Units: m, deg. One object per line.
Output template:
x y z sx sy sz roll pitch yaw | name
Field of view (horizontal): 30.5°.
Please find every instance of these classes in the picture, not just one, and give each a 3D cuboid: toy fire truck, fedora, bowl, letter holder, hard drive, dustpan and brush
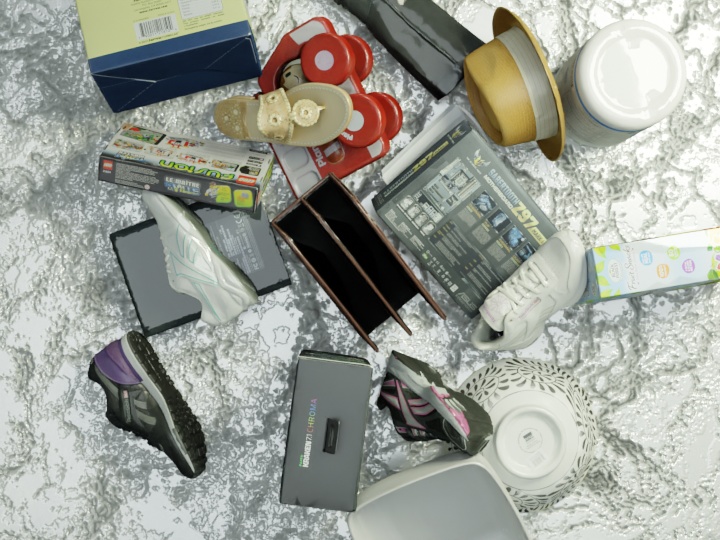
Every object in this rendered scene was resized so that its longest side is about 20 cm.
-0.053 -0.205 1.660 0.167 0.112 0.201 -27 91 18 | toy fire truck
0.181 -0.218 1.617 0.081 0.201 0.202 -21 89 -6 | fedora
0.099 0.316 1.628 0.199 0.075 0.200 -24 114 11 | bowl
0.000 0.000 1.601 0.100 0.142 0.200 -39 112 -2 | letter holder
-0.204 -0.014 1.680 0.199 0.033 0.140 -20 89 -2 | hard drive
0.206 0.211 1.657 0.199 0.094 0.202 0 89 -1 | bowl
0.137 -0.092 1.676 0.140 0.057 0.200 -43 120 -4 | dustpan and brush

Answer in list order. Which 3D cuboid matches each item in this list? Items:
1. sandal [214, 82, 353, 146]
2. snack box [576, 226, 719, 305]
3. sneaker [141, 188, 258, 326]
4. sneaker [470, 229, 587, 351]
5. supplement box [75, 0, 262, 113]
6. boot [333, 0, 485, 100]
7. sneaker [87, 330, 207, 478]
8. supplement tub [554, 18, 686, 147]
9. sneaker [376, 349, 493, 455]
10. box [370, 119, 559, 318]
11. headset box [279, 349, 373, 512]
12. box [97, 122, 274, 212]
-0.111 -0.181 1.612 0.211 0.070 0.078 3 110 37 | sandal
0.370 -0.006 1.629 0.198 0.169 0.068 -8 86 -1 | snack box
-0.215 -0.018 1.630 0.080 0.070 0.201 -38 87 9 | sneaker
0.206 0.034 1.614 0.075 0.099 0.201 54 132 29 | sneaker
-0.242 -0.329 1.617 0.199 0.134 0.201 -14 76 -2 | supplement box
0.086 -0.342 1.679 0.200 0.066 0.165 42 96 3 | boot
-0.270 0.182 1.665 0.087 0.076 0.201 -31 86 13 | sneaker
0.312 -0.225 1.617 0.131 0.200 0.133 0 89 -1 | supplement tub
0.087 0.181 1.626 0.080 0.200 0.087 18 103 -32 | sneaker
0.134 -0.062 1.638 0.158 0.051 0.200 -40 113 9 | box
-0.042 0.189 1.597 0.092 0.200 0.175 7 88 -1 | headset box
-0.215 -0.129 1.639 0.199 0.110 0.035 12 120 2 | box
